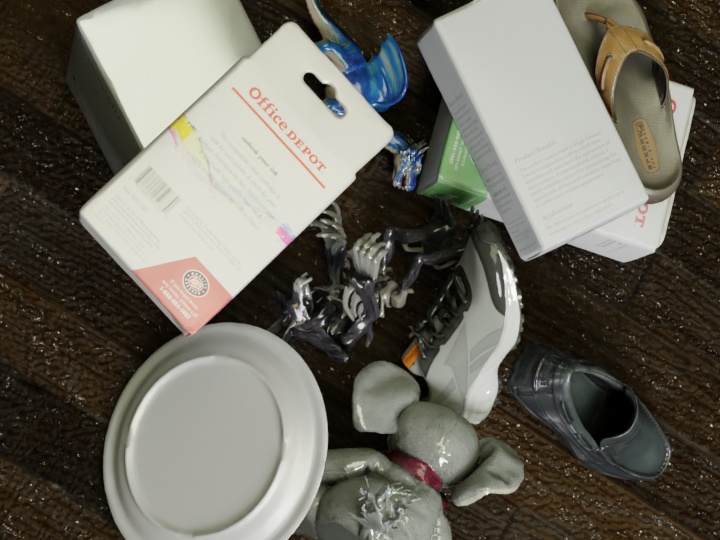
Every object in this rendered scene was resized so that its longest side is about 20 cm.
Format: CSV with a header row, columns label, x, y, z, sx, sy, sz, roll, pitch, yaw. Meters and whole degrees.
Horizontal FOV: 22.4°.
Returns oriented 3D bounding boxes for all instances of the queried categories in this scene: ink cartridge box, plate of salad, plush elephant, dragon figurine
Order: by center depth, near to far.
label,x,y,z,sx,sy,sz,roll,pitch,yaw
ink cartridge box,-0.085,-0.064,1.267,0.200,0.067,0.117,-43,93,-8
plate of salad,-0.111,0.141,1.419,0.198,0.048,0.202,-8,70,24
plush elephant,0.031,0.167,1.432,0.165,0.200,0.155,44,58,3
dragon figurine,0.003,-0.161,1.508,0.098,0.059,0.202,-6,85,-13
ink cartridge box,0.164,-0.107,1.525,0.198,0.087,0.147,17,80,-8

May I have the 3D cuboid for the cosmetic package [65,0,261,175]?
label,x,y,z,sx,sy,sz,roll,pitch,yaw
cosmetic package,-0.128,-0.106,1.400,0.122,0.200,0.201,-27,89,-14

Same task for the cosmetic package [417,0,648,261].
label,x,y,z,sx,sy,sz,roll,pitch,yaw
cosmetic package,0.135,-0.120,1.440,0.101,0.074,0.201,-24,87,-13

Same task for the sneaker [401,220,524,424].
label,x,y,z,sx,sy,sz,roll,pitch,yaw
sneaker,0.078,0.048,1.440,0.079,0.201,0.074,-2,42,-16

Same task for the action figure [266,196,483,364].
label,x,y,z,sx,sy,sz,roll,pitch,yaw
action figure,0.000,0.000,1.462,0.199,0.119,0.103,-28,123,-20

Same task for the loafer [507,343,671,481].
label,x,y,z,sx,sy,sz,roll,pitch,yaw
loafer,0.198,0.122,1.477,0.200,0.070,0.069,37,73,-40

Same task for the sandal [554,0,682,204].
label,x,y,z,sx,sy,sz,roll,pitch,yaw
sandal,0.213,-0.153,1.469,0.081,0.055,0.202,-15,87,-15
